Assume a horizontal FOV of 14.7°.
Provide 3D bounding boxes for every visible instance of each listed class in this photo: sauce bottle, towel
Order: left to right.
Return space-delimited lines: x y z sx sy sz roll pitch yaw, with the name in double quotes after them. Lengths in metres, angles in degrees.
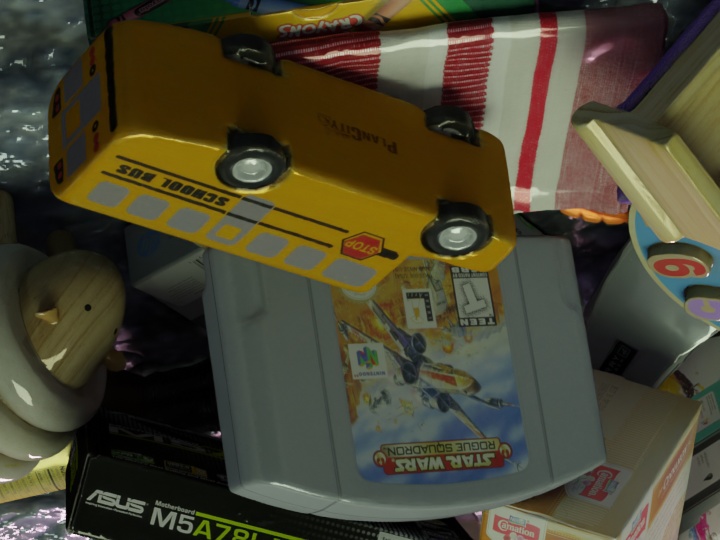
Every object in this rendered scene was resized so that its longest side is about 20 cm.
-0.163 0.086 1.511 0.199 0.065 0.065 -14 146 2 "sauce bottle"
0.035 -0.064 1.277 0.199 0.023 0.144 -6 146 -6 "towel"

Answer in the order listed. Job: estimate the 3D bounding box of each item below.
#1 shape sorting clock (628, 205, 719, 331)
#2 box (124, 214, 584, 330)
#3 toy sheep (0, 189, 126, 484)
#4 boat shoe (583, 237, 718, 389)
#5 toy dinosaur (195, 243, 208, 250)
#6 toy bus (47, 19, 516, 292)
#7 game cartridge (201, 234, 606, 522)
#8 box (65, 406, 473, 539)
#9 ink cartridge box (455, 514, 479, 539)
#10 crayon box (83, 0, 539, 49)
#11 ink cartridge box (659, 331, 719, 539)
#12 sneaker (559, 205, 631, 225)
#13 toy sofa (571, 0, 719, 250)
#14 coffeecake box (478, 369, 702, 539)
0.225 -0.003 1.337 0.199 0.039 0.200 12 149 7 "shape sorting clock"
0.000 0.000 1.448 0.156 0.041 0.200 -28 141 24 "box"
-0.199 0.045 1.379 0.200 0.138 0.138 -28 142 25 "toy sheep"
0.153 0.027 1.507 0.071 0.070 0.200 30 112 -3 "boat shoe"
-0.002 0.023 1.395 0.101 0.058 0.200 -27 143 24 "toy dinosaur"
-0.030 -0.044 1.217 0.199 0.065 0.078 17 138 -30 "toy bus"
0.025 0.050 1.321 0.199 0.134 0.042 -2 161 -31 "game cartridge"
-0.047 0.120 1.394 0.199 0.048 0.193 15 -175 -6 "box"
-0.010 0.228 1.588 0.146 0.201 0.146 -5 -172 -8 "ink cartridge box"
-0.020 -0.105 1.272 0.199 0.058 0.119 -10 147 -2 "crayon box"
0.234 0.101 1.564 0.146 0.147 0.200 20 135 -38 "ink cartridge box"
0.180 -0.062 1.380 0.199 0.076 0.079 1 141 -19 "sneaker"
0.181 -0.109 1.230 0.200 0.098 0.083 -49 126 -11 "toy sofa"
0.109 0.176 1.448 0.073 0.154 0.201 16 119 17 "coffeecake box"
